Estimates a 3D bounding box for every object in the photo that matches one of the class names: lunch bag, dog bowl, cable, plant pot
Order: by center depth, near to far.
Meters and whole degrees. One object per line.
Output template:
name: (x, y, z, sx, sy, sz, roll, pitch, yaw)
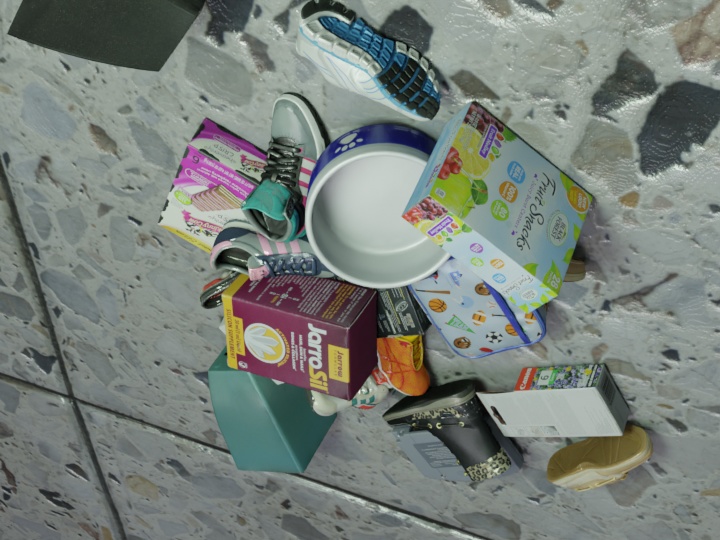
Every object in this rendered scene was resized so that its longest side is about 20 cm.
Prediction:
plant pot: (-0.266, -0.348, 1.376, 0.176, 0.201, 0.200, 28, 143, -19)
dog bowl: (0.029, -0.081, 1.523, 0.198, 0.079, 0.202, 0, 124, 0)
lunch bag: (0.162, 0.026, 1.624, 0.159, 0.076, 0.200, -15, 128, 30)
cable: (-0.183, -0.001, 1.803, 0.200, 0.097, 0.051, -47, 66, 45)
plant pot: (-0.160, 0.212, 1.990, 0.140, 0.142, 0.201, -4, 125, 33)

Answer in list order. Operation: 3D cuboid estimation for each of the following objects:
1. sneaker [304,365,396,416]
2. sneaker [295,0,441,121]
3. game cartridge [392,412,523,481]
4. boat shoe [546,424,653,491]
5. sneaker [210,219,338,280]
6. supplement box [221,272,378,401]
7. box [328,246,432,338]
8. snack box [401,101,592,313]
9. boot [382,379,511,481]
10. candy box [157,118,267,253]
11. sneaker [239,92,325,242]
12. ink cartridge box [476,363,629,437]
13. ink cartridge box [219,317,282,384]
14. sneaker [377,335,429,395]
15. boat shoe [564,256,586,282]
sneaker: (-0.005, 0.172, 1.838, 0.093, 0.199, 0.071, -33, 70, 28)
sneaker: (0.007, -0.239, 1.434, 0.199, 0.075, 0.087, 37, 149, 0)
game cartridge: (0.163, 0.293, 1.967, 0.199, 0.041, 0.134, -11, 124, 39)
boat shoe: (0.372, 0.288, 1.815, 0.069, 0.074, 0.199, 31, 145, -24)
sneaker: (-0.113, -0.010, 1.651, 0.198, 0.082, 0.071, 9, 132, 18)
supplement box: (-0.083, 0.083, 1.682, 0.198, 0.103, 0.132, 13, 125, 21)
box: (0.000, 0.000, 1.680, 0.159, 0.044, 0.201, -7, 115, 36)
snack box: (0.167, -0.076, 1.433, 0.199, 0.169, 0.068, 36, 143, -14)
boot: (0.133, 0.259, 1.873, 0.203, 0.073, 0.155, -22, 101, 49)
candy box: (-0.199, -0.106, 1.706, 0.136, 0.061, 0.200, 29, 143, -3)
sneaker: (-0.107, -0.119, 1.562, 0.083, 0.121, 0.202, 12, 125, 28)
ink cartridge box: (0.283, 0.194, 1.771, 0.199, 0.051, 0.109, -6, 131, 37)
ink cartridge box: (-0.098, 0.083, 1.842, 0.199, 0.084, 0.144, -21, 122, 44)
sneaker: (0.062, 0.117, 1.794, 0.077, 0.073, 0.201, 0, 135, 36)
boat shoe: (0.210, -0.030, 1.515, 0.199, 0.065, 0.071, 12, -175, -31)
